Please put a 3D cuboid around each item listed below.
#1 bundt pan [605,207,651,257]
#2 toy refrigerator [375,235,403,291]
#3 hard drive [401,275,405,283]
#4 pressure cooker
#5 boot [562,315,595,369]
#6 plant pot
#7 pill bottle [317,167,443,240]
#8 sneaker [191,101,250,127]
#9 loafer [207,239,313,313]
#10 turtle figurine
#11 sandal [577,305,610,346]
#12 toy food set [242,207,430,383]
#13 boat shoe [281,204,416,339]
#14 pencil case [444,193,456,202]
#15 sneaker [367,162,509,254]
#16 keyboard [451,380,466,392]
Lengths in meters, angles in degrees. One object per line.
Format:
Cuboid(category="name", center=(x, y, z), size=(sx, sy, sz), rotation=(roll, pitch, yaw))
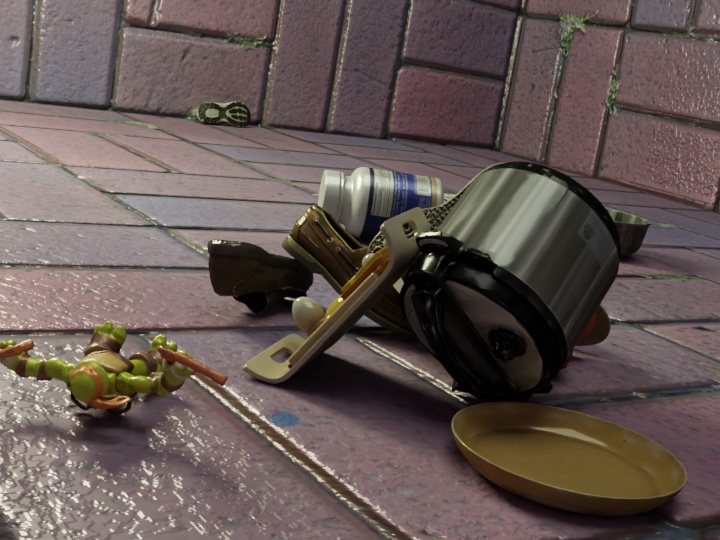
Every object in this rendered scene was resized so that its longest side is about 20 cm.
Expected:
Cuboid(category="bundt pan", center=(0.458, -0.077, 2.078), size=(0.200, 0.077, 0.202), rotation=(9, 13, -2))
Cuboid(category="toy refrigerator", center=(0.095, -0.012, 1.502), size=(0.070, 0.077, 0.199), rotation=(18, 15, 34))
Cuboid(category="hard drive", center=(0.126, 0.014, 1.200), size=(0.138, 0.033, 0.201), rotation=(-17, 37, -7))
Cuboid(category="pressure cooker", center=(0.133, 0.018, 1.011), size=(0.175, 0.179, 0.201), rotation=(30, 61, 12))
Cuboid(category="boot", center=(0.217, 0.078, 1.216), size=(0.199, 0.076, 0.107), rotation=(-11, 26, -38))
Cuboid(category="plant pot", center=(0.172, 0.159, 0.901), size=(0.198, 0.028, 0.200), rotation=(10, 12, -2))
Cuboid(category="pill bottle", center=(0.031, -0.109, 1.789), size=(0.198, 0.121, 0.120), rotation=(8, 12, -8))
Cuboid(category="sneaker", center=(-0.423, -0.476, 3.227), size=(0.199, 0.078, 0.088), rotation=(2, 6, -40))
Cuboid(category="loafer", center=(-0.122, 0.014, 1.247), size=(0.072, 0.072, 0.200), rotation=(6, -7, 28))
Cuboid(category="turtle figurine", center=(-0.195, 0.084, 0.867), size=(0.198, 0.065, 0.161), rotation=(2, 4, 4))
Cuboid(category="sandal", center=(0.220, 0.040, 1.361), size=(0.210, 0.079, 0.070), rotation=(9, 15, 23))
Cuboid(category="toy food set", center=(-0.021, 0.020, 1.043), size=(0.060, 0.200, 0.143), rotation=(45, 18, 5))
Cuboid(category="boat shoe", center=(0.000, 0.000, 1.245), size=(0.199, 0.068, 0.072), rotation=(37, 8, 10))
Cuboid(category="pencil case", center=(0.136, -0.109, 1.944), size=(0.198, 0.090, 0.078), rotation=(6, 46, -22))
Cuboid(category="sneaker", center=(0.105, -0.043, 1.205), size=(0.076, 0.199, 0.071), rotation=(42, 21, -59))
Cuboid(category="keyboard", center=(0.127, 0.037, 1.114), size=(0.126, 0.201, 0.021), rotation=(10, -33, 10))
